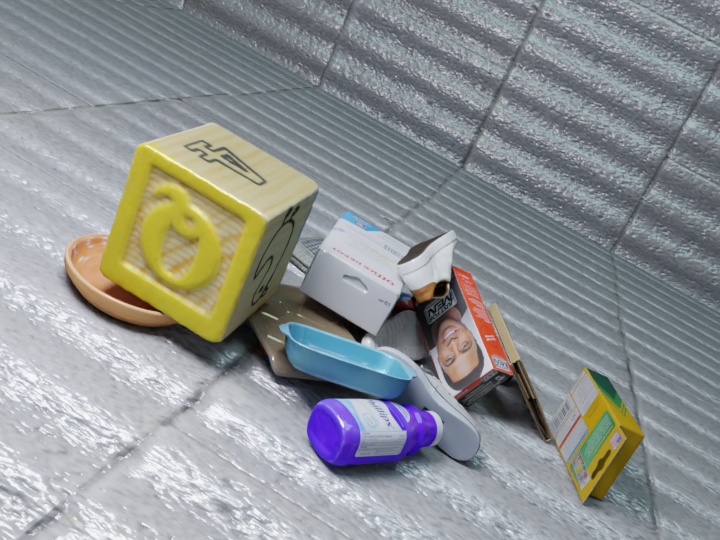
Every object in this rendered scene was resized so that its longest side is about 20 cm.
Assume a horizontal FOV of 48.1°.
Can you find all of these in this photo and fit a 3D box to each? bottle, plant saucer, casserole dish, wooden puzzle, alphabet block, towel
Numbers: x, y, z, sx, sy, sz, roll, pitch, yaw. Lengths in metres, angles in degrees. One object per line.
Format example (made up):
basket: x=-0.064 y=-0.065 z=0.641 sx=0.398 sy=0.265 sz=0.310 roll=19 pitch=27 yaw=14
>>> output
bottle: x=0.026 y=0.204 z=1.034 sx=0.197 sy=0.066 sz=0.083 roll=9 pitch=23 yaw=-43
plant saucer: x=-0.308 y=0.017 z=1.102 sx=0.197 sy=0.038 sz=0.201 roll=25 pitch=19 yaw=-9
casserole dish: x=-0.021 y=0.122 z=1.073 sx=0.196 sy=0.040 sz=0.121 roll=19 pitch=8 yaw=-12
wooden puzzle: x=-0.090 y=0.097 z=1.190 sx=0.182 sy=0.047 sz=0.201 roll=12 pitch=29 yaw=-37
alphabet block: x=-0.196 y=-0.059 z=1.078 sx=0.193 sy=0.198 sz=0.200 roll=27 pitch=24 yaw=7
towel: x=-0.039 y=-0.008 z=1.527 sx=0.199 sy=0.035 sz=0.191 roll=38 pitch=21 yaw=25

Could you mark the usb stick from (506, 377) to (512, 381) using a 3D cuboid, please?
usb stick: x=0.200 y=0.135 z=1.490 sx=0.199 sy=0.033 sz=0.055 roll=41 pitch=16 yaw=30

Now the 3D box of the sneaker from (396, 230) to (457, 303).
sneaker: x=0.115 y=-0.003 z=1.297 sx=0.086 sy=0.072 sz=0.200 roll=64 pitch=30 yaw=-8

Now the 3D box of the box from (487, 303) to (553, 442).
box: x=0.271 y=0.169 z=1.373 sx=0.201 sy=0.021 sz=0.166 roll=-96 pitch=160 yaw=-67

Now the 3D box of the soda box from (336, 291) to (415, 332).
soda box: x=0.047 y=0.072 z=1.399 sx=0.197 sy=0.064 sz=0.070 roll=16 pitch=22 yaw=-32

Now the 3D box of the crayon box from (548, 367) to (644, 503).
crayon box: x=0.368 y=0.260 z=1.262 sx=0.051 sy=0.128 sz=0.201 roll=23 pitch=20 yaw=-11

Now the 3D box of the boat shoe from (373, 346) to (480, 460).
boat shoe: x=0.097 y=0.183 z=1.169 sx=0.201 sy=0.075 sz=0.086 roll=39 pitch=13 yaw=9

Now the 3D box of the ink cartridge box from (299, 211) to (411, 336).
ink cartridge box: x=0.000 y=0.000 z=1.294 sx=0.143 sy=0.086 sz=0.200 roll=30 pitch=22 yaw=0

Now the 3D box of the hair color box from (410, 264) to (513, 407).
hair color box: x=0.161 y=0.104 z=1.311 sx=0.061 sy=0.101 sz=0.203 roll=21 pitch=39 yaw=-43

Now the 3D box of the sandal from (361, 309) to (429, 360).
sandal: x=0.052 y=0.111 z=1.320 sx=0.049 sy=0.085 sz=0.201 roll=-12 pitch=-5 yaw=33
